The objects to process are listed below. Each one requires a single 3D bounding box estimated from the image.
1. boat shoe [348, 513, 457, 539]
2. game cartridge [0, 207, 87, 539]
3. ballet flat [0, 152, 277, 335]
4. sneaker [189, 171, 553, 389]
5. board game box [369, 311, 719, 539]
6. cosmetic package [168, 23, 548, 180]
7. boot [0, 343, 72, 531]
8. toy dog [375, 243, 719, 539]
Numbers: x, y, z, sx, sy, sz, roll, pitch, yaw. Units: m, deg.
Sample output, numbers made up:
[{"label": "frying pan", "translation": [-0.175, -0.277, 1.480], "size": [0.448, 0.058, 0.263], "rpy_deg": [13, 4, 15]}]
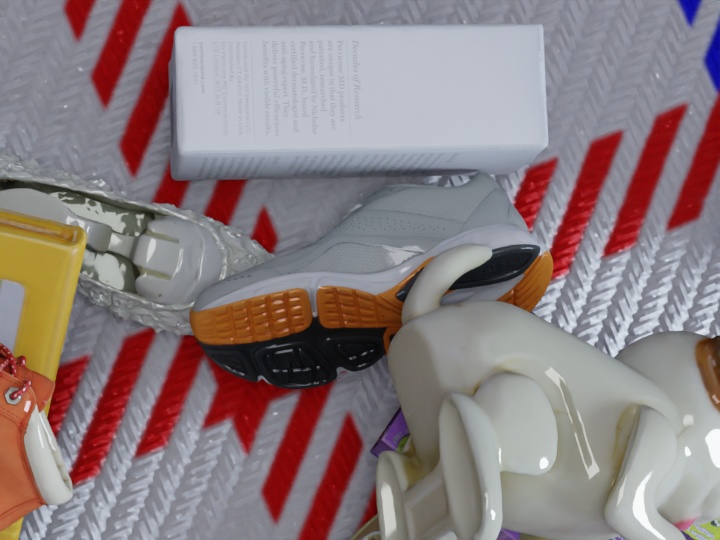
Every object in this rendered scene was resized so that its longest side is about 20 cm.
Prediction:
[{"label": "boat shoe", "translation": [-0.005, 0.199, 1.331], "size": [0.201, 0.063, 0.073], "rpy_deg": [-43, 91, -9]}, {"label": "game cartridge", "translation": [-0.241, 0.053, 1.216], "size": [0.175, 0.032, 0.201], "rpy_deg": [13, 112, -6]}, {"label": "ballet flat", "translation": [-0.138, -0.012, 1.334], "size": [0.199, 0.072, 0.072], "rpy_deg": [17, 83, -6]}, {"label": "sneaker", "translation": [0.000, 0.000, 1.346], "size": [0.198, 0.076, 0.092], "rpy_deg": [-12, 43, -10]}, {"label": "board game box", "translation": [0.117, 0.111, 1.355], "size": [0.200, 0.032, 0.120], "rpy_deg": [37, 60, -2]}, {"label": "cosmetic package", "translation": [-0.004, -0.092, 1.338], "size": [0.198, 0.101, 0.072], "rpy_deg": [-1, 84, -8]}, {"label": "boot", "translation": [-0.205, 0.044, 1.164], "size": [0.106, 0.075, 0.201], "rpy_deg": [-16, 120, 1]}, {"label": "toy dog", "translation": [0.115, 0.086, 1.287], "size": [0.199, 0.140, 0.195], "rpy_deg": [1, 58, -22]}]
